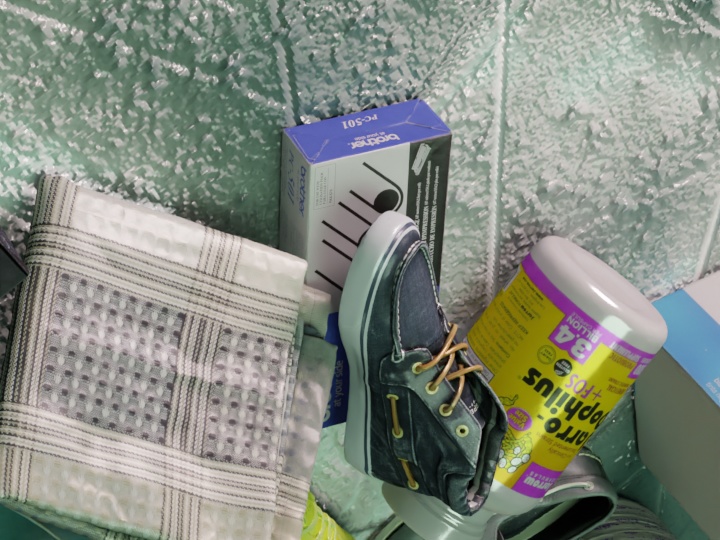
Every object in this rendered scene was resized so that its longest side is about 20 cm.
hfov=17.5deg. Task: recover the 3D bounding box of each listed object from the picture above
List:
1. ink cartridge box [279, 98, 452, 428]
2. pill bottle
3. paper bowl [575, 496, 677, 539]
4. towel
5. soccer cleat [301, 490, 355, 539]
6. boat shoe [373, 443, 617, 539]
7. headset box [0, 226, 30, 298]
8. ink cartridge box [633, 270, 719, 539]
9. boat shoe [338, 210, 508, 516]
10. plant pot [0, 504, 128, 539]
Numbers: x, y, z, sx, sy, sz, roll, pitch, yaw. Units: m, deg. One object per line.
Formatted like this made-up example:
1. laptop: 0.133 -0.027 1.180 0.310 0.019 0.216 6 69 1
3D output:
1. ink cartridge box: 0.000 0.000 1.412 0.093 0.044 0.201 -14 129 -21
2. pill bottle: 0.100 0.084 1.499 0.104 0.104 0.201 24 108 -42
3. paper bowl: 0.162 0.271 1.682 0.199 0.104 0.202 -17 131 -20
4. towel: -0.103 0.063 1.290 0.199 0.194 0.034 21 152 -28
5. soccer cleat: -0.052 0.156 1.477 0.084 0.065 0.200 -37 135 22
6. boat shoe: 0.085 0.184 1.594 0.199 0.062 0.073 -29 134 -11
7. headset box: -0.291 -0.016 1.180 0.174 0.093 0.200 -39 135 -1
8. ink cartridge box: 0.307 0.080 1.598 0.199 0.146 0.147 -25 133 -15
9. boat shoe: 0.042 0.056 1.374 0.071 0.090 0.201 -48 150 -38
10. plant pot: -0.164 0.173 1.360 0.135 0.199 0.201 -45 147 -45
